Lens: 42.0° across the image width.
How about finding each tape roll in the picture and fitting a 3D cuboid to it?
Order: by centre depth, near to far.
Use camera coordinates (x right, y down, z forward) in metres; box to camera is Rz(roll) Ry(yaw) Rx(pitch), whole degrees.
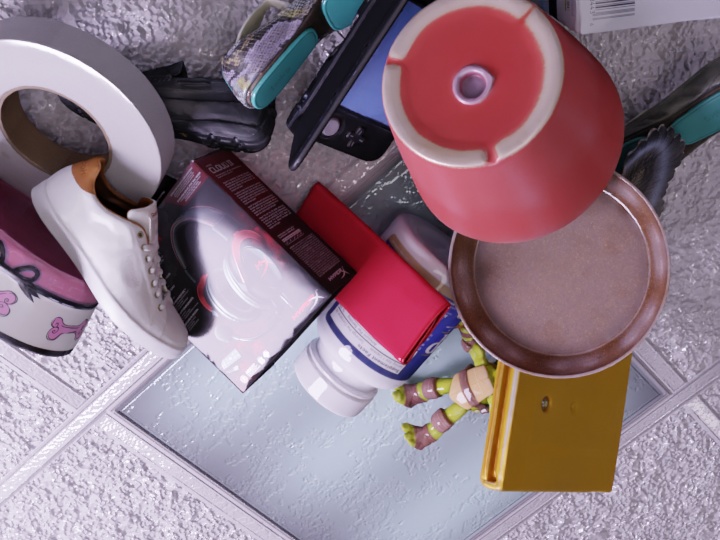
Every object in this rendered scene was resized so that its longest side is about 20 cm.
[{"bbox_3d":[-0.266,-0.130,0.833,0.202,0.037,0.203,11,140,9],"label":"tape roll"}]

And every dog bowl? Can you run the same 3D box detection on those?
[{"bbox_3d":[-0.320,-0.014,0.855,0.200,0.200,0.074,40,94,-24],"label":"dog bowl"}]

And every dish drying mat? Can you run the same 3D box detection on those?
[{"bbox_3d":[0.000,0.000,0.912,0.018,0.200,0.077,11,118,-54],"label":"dish drying mat"}]

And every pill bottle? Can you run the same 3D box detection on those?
[{"bbox_3d":[0.025,0.051,0.971,0.120,0.120,0.200,32,110,-22],"label":"pill bottle"}]

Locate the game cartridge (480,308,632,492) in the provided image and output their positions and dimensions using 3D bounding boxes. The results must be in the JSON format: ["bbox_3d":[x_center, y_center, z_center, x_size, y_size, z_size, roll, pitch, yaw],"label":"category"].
[{"bbox_3d":[0.207,0.138,0.961,0.200,0.032,0.177,14,84,-44],"label":"game cartridge"}]

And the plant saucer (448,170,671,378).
[{"bbox_3d":[0.181,-0.003,0.861,0.200,0.034,0.201,0,90,21],"label":"plant saucer"}]

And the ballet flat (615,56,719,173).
[{"bbox_3d":[0.306,-0.142,0.931,0.067,0.064,0.200,33,138,-22],"label":"ballet flat"}]

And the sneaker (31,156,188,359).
[{"bbox_3d":[-0.202,-0.010,0.840,0.085,0.073,0.200,-30,111,8],"label":"sneaker"}]

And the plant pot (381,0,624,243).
[{"bbox_3d":[0.111,-0.132,0.779,0.200,0.177,0.201,-3,82,20],"label":"plant pot"}]

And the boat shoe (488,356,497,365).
[{"bbox_3d":[0.218,0.084,1.046,0.200,0.062,0.075,-38,116,13],"label":"boat shoe"}]

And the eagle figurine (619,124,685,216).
[{"bbox_3d":[0.236,-0.053,0.934,0.151,0.151,0.201,-13,107,-23],"label":"eagle figurine"}]

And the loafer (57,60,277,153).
[{"bbox_3d":[-0.176,-0.159,0.869,0.200,0.068,0.071,9,78,-2],"label":"loafer"}]

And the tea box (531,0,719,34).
[{"bbox_3d":[0.205,-0.317,0.752,0.133,0.197,0.201,-8,118,-3],"label":"tea box"}]

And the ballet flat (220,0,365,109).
[{"bbox_3d":[-0.049,-0.232,0.834,0.200,0.072,0.072,-44,116,-6],"label":"ballet flat"}]

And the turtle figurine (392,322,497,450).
[{"bbox_3d":[0.115,0.123,1.033,0.161,0.201,0.064,-27,164,26],"label":"turtle figurine"}]

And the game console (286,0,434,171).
[{"bbox_3d":[0.030,-0.171,0.821,0.176,0.116,0.200,16,119,-44],"label":"game console"}]

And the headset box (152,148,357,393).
[{"bbox_3d":[-0.129,-0.008,0.902,0.200,0.075,0.149,44,115,2],"label":"headset box"}]
